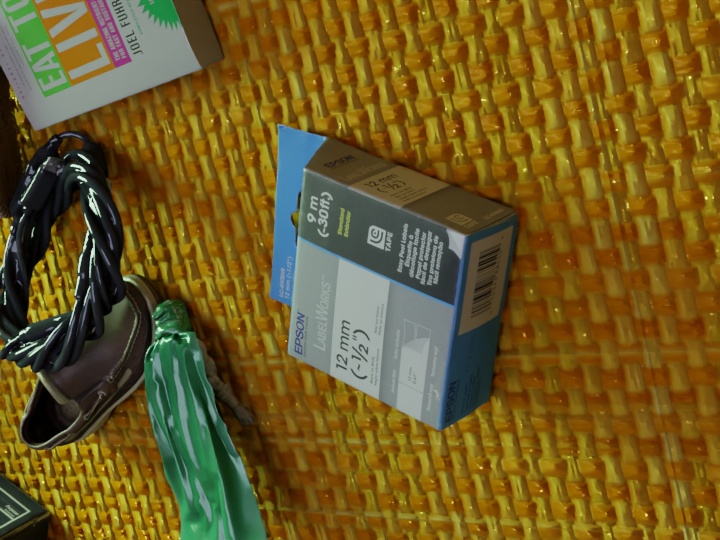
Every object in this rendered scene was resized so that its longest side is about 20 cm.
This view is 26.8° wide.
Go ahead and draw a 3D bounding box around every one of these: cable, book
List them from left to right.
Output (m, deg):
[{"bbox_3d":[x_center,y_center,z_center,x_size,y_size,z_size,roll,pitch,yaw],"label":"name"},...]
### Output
[{"bbox_3d":[-0.239,0.001,1.206,0.163,0.051,0.200,52,123,37],"label":"cable"},{"bbox_3d":[-0.200,-0.191,1.131,0.200,0.048,0.134,-14,102,41],"label":"book"}]

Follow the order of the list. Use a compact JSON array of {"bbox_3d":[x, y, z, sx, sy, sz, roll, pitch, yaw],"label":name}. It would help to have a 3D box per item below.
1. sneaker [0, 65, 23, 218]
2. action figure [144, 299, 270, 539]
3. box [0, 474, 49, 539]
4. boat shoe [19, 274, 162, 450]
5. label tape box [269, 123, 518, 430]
[{"bbox_3d":[-0.342,-0.140,1.230,0.108,0.070,0.200,3,111,17],"label":"sneaker"},{"bbox_3d":[-0.125,0.120,1.184,0.118,0.055,0.200,-15,90,45],"label":"action figure"},{"bbox_3d":[-0.430,0.258,1.403,0.200,0.198,0.123,31,126,27],"label":"box"},{"bbox_3d":[-0.225,0.085,1.240,0.075,0.075,0.202,46,131,16],"label":"boat shoe"},{"bbox_3d":[0.000,0.000,1.019,0.200,0.066,0.144,23,121,30],"label":"label tape box"}]
